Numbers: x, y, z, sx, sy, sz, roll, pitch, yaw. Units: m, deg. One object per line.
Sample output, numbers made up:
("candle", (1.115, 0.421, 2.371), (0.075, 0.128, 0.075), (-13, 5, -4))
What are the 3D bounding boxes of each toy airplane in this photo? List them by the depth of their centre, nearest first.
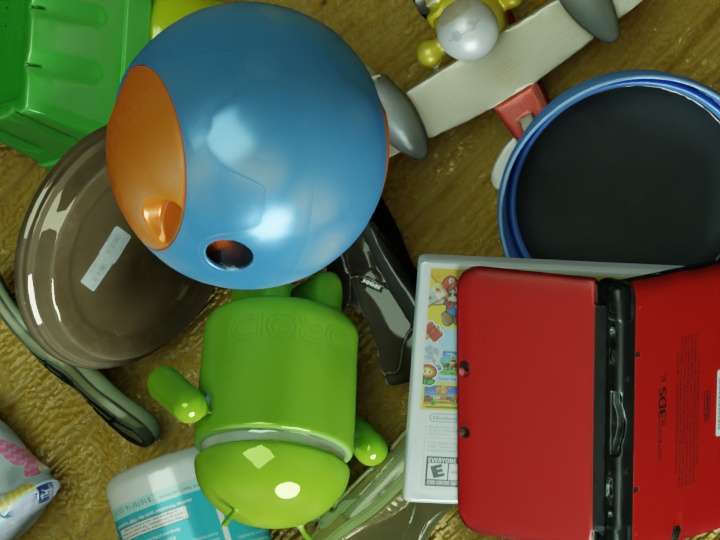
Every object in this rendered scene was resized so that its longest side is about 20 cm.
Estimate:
("toy airplane", (0.093, -0.155, 1.685), (0.199, 0.141, 0.201), (17, 91, 16))

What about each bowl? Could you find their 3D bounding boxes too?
("bowl", (0.196, -0.048, 1.655), (0.200, 0.039, 0.201), (-1, 111, -3))

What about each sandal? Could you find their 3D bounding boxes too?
("sandal", (-0.223, 0.057, 1.809), (0.201, 0.080, 0.057), (41, 81, 9))

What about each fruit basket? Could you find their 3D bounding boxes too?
("fruit basket", (-0.185, -0.178, 1.782), (0.155, 0.215, 0.216), (-9, 83, 51))

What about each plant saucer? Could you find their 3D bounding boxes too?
("plant saucer", (-0.170, -0.016, 1.729), (0.029, 0.200, 0.201), (27, 95, 42))

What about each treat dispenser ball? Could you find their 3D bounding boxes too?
("treat dispenser ball", (-0.078, -0.087, 1.621), (0.200, 0.201, 0.202), (-1, 86, 17))

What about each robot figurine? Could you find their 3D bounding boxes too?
("robot figurine", (-0.061, 0.097, 1.684), (0.116, 0.175, 0.201), (-28, 53, 53))

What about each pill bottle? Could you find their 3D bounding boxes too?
("pill bottle", (-0.113, 0.236, 1.738), (0.111, 0.111, 0.201), (-20, 81, 15))

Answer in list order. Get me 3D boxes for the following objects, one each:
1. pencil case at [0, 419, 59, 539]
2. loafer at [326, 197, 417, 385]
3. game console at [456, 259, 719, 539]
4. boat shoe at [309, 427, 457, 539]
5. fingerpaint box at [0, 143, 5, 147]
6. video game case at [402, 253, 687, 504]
("pencil case", (-0.329, 0.132, 1.820), (0.200, 0.091, 0.083), (46, 120, 16))
("loafer", (0.000, 0.000, 1.738), (0.071, 0.073, 0.200), (-32, 77, 13))
("game console", (0.171, 0.090, 1.644), (0.119, 0.172, 0.201), (21, 117, 53))
("boat shoe", (0.019, 0.171, 1.730), (0.201, 0.073, 0.063), (-47, 41, 12))
("fingerpaint box", (-0.323, -0.203, 1.796), (0.073, 0.167, 0.201), (-4, 84, 29))
("video game case", (0.135, 0.082, 1.660), (0.199, 0.023, 0.183), (3, 105, -3))
